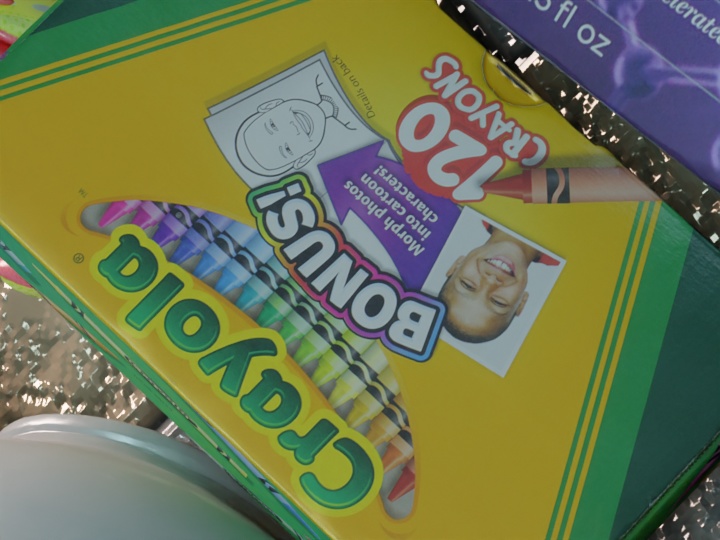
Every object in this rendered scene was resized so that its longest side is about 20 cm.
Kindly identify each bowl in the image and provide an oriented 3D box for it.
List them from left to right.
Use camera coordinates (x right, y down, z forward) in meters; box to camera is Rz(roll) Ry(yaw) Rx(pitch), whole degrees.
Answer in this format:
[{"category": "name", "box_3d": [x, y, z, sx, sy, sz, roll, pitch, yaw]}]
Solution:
[{"category": "bowl", "box_3d": [-0.071, 0.101, 0.784, 0.200, 0.201, 0.091, 3, 56, 31]}]

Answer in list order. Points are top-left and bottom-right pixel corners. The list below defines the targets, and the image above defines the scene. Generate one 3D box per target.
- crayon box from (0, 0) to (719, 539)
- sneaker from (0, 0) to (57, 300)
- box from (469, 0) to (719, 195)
[{"category": "crayon box", "box_3d": [0.000, 0.000, 0.741, 0.200, 0.058, 0.119, 42, 79, 13]}, {"category": "sneaker", "box_3d": [-0.102, -0.072, 0.832, 0.078, 0.090, 0.200, -41, 69, 27]}, {"category": "box", "box_3d": [0.120, -0.123, 0.687, 0.148, 0.104, 0.200, 39, 110, 26]}]
